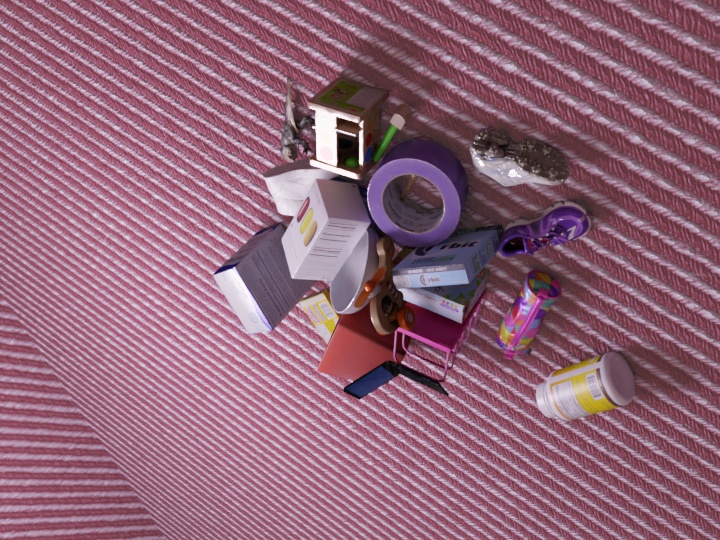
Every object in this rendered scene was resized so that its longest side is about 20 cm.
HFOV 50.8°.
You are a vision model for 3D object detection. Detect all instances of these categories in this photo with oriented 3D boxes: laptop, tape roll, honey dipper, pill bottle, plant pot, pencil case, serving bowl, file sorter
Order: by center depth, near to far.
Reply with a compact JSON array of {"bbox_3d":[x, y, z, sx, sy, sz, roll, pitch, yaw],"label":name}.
[{"bbox_3d":[0.117,-0.156,1.546,0.194,0.086,0.204,11,127,14],"label":"tape roll"},{"bbox_3d":[0.351,0.094,1.595,0.087,0.089,0.203,28,134,14],"label":"pencil case"},{"bbox_3d":[0.472,0.252,1.609,0.110,0.110,0.198,50,136,-9],"label":"pill bottle"},{"bbox_3d":[0.084,-0.141,1.648,0.038,0.038,0.202,33,131,9],"label":"honey dipper"},{"bbox_3d":[0.000,0.000,1.662,0.064,0.205,0.201,15,142,-22],"label":"serving bowl"},{"bbox_3d":[0.170,0.123,1.666,0.136,0.201,0.128,21,136,20],"label":"file sorter"},{"bbox_3d":[0.082,0.269,1.684,0.196,0.105,0.177,22,171,18],"label":"laptop"},{"bbox_3d":[0.027,0.149,1.806,0.173,0.202,0.202,24,136,-1],"label":"plant pot"}]

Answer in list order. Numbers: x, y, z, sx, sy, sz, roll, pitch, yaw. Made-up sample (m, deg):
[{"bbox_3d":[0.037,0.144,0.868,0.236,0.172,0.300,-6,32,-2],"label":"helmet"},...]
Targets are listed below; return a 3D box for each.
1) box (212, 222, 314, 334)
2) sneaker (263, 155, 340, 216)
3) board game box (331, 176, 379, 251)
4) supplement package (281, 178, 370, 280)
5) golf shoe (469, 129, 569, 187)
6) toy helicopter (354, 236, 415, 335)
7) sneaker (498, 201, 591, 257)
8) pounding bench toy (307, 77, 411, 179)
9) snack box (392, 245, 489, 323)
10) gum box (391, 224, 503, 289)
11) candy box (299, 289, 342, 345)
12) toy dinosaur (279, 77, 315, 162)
[{"bbox_3d":[-0.237,0.021,1.880,0.103,0.200,0.187,-13,115,41],"label":"box"},{"bbox_3d":[-0.106,-0.184,1.674,0.195,0.074,0.118,-9,120,19],"label":"sneaker"},{"bbox_3d":[-0.049,-0.115,1.751,0.196,0.043,0.203,24,130,19],"label":"board game box"},{"bbox_3d":[-0.078,-0.086,1.647,0.201,0.107,0.116,-55,43,41],"label":"supplement package"},{"bbox_3d":[0.300,-0.196,1.433,0.197,0.079,0.098,26,152,25],"label":"golf shoe"},{"bbox_3d":[0.045,0.026,1.543,0.077,0.206,0.131,-14,156,37],"label":"toy helicopter"},{"bbox_3d":[0.355,-0.065,1.470,0.198,0.084,0.081,-23,109,43],"label":"sneaker"},{"bbox_3d":[0.007,-0.271,1.534,0.196,0.125,0.159,20,132,22],"label":"pounding bench toy"},{"bbox_3d":[0.160,0.021,1.634,0.196,0.142,0.054,22,132,21],"label":"snack box"},{"bbox_3d":[0.180,-0.028,1.533,0.166,0.200,0.046,-6,112,35],"label":"gum box"},{"bbox_3d":[-0.071,0.147,1.983,0.101,0.026,0.202,-18,110,45],"label":"candy box"},{"bbox_3d":[-0.141,-0.311,1.671,0.087,0.047,0.204,28,132,24],"label":"toy dinosaur"}]
